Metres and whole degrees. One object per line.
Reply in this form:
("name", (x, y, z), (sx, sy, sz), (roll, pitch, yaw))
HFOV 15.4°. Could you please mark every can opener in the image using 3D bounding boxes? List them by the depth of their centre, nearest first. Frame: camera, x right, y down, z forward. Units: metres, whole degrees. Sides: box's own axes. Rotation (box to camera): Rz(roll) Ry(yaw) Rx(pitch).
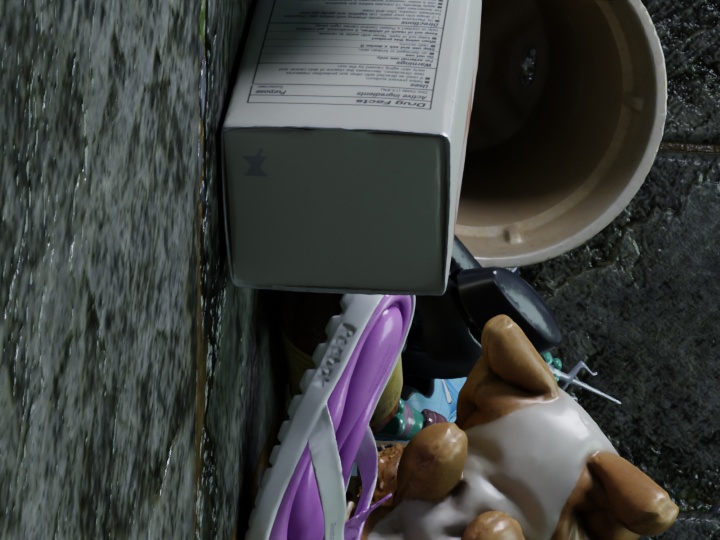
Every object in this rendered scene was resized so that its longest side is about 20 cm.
("can opener", (0.032, -0.015, 1.489), (0.200, 0.078, 0.064), (44, 32, -30))

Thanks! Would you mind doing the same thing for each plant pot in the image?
("plant pot", (0.070, -0.118, 1.617), (0.184, 0.199, 0.202), (-115, -153, -76))

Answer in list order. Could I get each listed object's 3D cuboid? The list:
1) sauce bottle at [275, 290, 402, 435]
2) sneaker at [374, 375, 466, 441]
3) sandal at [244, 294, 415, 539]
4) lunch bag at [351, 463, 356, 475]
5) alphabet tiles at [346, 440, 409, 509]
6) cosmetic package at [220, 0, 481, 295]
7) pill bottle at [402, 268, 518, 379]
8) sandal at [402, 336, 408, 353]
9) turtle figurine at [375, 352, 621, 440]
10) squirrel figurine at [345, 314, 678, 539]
("sauce bottle", (-0.011, 0.020, 1.379), (0.200, 0.066, 0.066), (89, 7, -60))
("sneaker", (0.045, 0.084, 2.029), (0.200, 0.078, 0.090), (-74, 164, -68))
("sandal", (-0.010, 0.099, 1.307), (0.082, 0.050, 0.204), (-2, 111, -63))
("lunch bag", (0.055, 0.220, 1.750), (0.082, 0.160, 0.201), (-66, 158, -75))
("alphabet tiles", (0.043, 0.163, 1.521), (0.200, 0.165, 0.006), (-79, 168, -54))
("cosmetic package", (0.000, -0.081, 1.220), (0.200, 0.103, 0.088), (-77, 169, -54))
("pill bottle", (0.057, -0.032, 1.858), (0.112, 0.111, 0.201), (-73, 167, -69))
("sandal", (0.000, 0.000, 1.564), (0.075, 0.045, 0.200), (53, 17, -15))
("turtle figurine", (0.095, 0.139, 1.857), (0.101, 0.199, 0.150), (-37, -125, 50))
("squirrel figurine", (0.048, 0.143, 1.437), (0.187, 0.142, 0.200), (-41, 175, -7))
